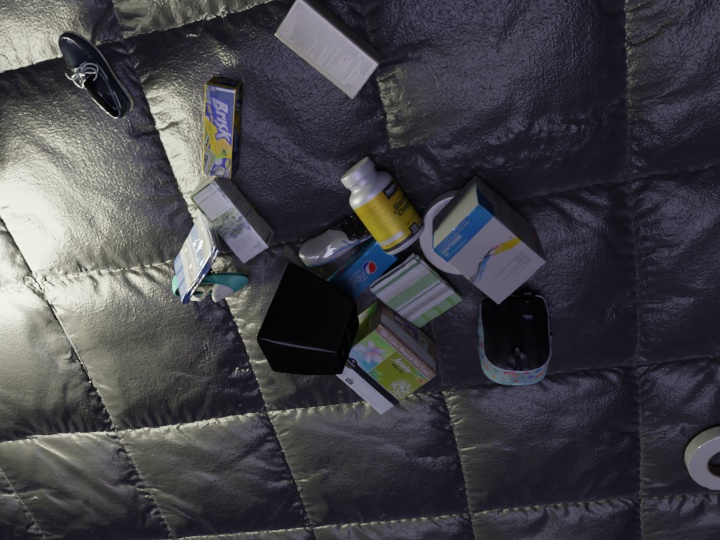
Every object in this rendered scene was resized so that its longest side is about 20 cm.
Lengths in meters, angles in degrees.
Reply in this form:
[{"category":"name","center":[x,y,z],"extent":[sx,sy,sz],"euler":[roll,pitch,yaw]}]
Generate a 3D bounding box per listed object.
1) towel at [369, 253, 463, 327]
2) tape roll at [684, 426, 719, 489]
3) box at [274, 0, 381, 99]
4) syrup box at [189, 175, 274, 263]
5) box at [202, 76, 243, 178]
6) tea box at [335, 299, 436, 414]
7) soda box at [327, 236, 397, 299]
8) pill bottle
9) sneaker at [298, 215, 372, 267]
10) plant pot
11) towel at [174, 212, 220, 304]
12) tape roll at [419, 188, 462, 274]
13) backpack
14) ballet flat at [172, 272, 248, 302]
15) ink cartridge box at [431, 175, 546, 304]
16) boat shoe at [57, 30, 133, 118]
[{"category":"towel","center":[0.135,0.052,1.550],"extent":[0.148,0.031,0.199],"euler":[-34,130,24]},{"category":"tape roll","center":[0.974,0.502,1.725],"extent":[0.198,0.037,0.206],"euler":[3,120,5]},{"category":"box","center":[-0.061,-0.447,1.281],"extent":[0.199,0.078,0.095],"euler":[37,118,-15]},{"category":"syrup box","center":[-0.293,-0.126,1.493],"extent":[0.078,0.082,0.201],"euler":[-30,114,19]},{"category":"box","center":[-0.299,-0.308,1.399],"extent":[0.069,0.065,0.203],"euler":[10,120,0]},{"category":"tea box","center":[0.056,0.212,1.617],"extent":[0.199,0.134,0.196],"euler":[41,116,-17]},{"category":"soda box","center":[0.000,0.000,1.541],"extent":[0.068,0.065,0.200],"euler":[39,117,-15]},{"category":"pill bottle","center":[0.046,-0.144,1.420],"extent":[0.111,0.112,0.201],"euler":[-32,106,22]},{"category":"sneaker","center":[-0.050,-0.067,1.516],"extent":[0.197,0.073,0.072],"euler":[-24,154,11]},{"category":"plant pot","center":[-0.107,0.134,1.493],"extent":[0.174,0.203,0.201],"euler":[15,153,14]},{"category":"towel","center":[-0.391,-0.036,1.525],"extent":[0.023,0.148,0.201],"euler":[10,132,-38]},{"category":"tape roll","center":[0.232,-0.087,1.480],"extent":[0.198,0.037,0.206],"euler":[3,121,5]},{"category":"backpack","center":[0.361,0.170,1.521],"extent":[0.174,0.203,0.152],"euler":[-1,140,6]},{"category":"ballet flat","center":[-0.374,0.046,1.604],"extent":[0.196,0.072,0.068],"euler":[0,150,8]},{"category":"ink cartridge box","center":[0.271,-0.064,1.381],"extent":[0.199,0.148,0.145],"euler":[37,117,-14]},{"category":"boat shoe","center":[-0.569,-0.411,1.371],"extent":[0.074,0.062,0.202],"euler":[-24,114,21]}]
